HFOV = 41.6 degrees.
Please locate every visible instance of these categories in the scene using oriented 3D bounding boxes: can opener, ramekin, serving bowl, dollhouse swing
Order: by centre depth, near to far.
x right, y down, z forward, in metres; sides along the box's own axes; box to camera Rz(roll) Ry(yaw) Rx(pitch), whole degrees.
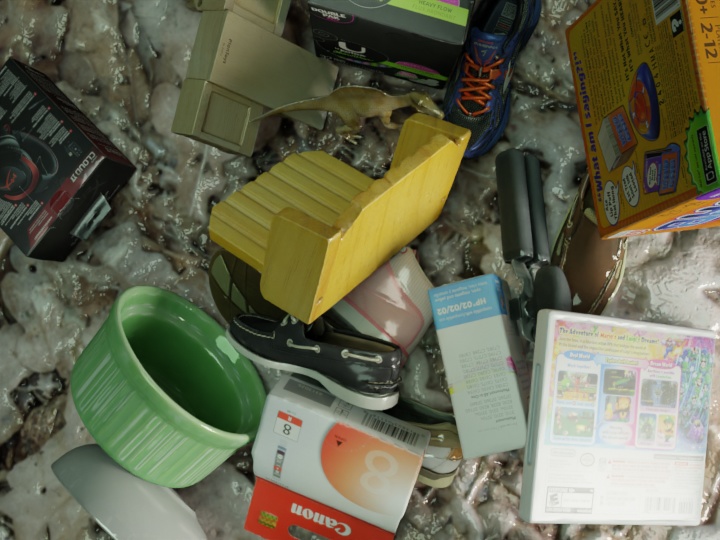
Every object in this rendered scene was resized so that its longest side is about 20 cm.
[{"bbox_3d":[-0.035,-0.085,0.910,0.175,0.183,0.199,41,57,17],"label":"dollhouse swing"},{"bbox_3d":[0.171,-0.024,0.925,0.066,0.052,0.203,-23,64,41],"label":"can opener"},{"bbox_3d":[-0.196,0.122,0.967,0.098,0.200,0.201,-44,76,16],"label":"ramekin"},{"bbox_3d":[-0.221,0.244,0.972,0.199,0.201,0.066,40,75,15],"label":"serving bowl"}]

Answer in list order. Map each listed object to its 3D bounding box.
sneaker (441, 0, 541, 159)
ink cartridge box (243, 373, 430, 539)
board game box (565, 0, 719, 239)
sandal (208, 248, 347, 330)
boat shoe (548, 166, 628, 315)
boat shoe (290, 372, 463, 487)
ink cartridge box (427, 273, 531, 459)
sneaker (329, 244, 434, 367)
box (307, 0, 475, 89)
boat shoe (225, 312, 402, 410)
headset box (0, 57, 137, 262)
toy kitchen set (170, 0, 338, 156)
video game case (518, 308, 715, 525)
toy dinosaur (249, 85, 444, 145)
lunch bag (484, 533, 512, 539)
[{"bbox_3d":[0.124,-0.212,0.959,0.074,0.078,0.203,16,90,17],"label":"sneaker"},{"bbox_3d":[-0.035,0.219,0.937,0.160,0.050,0.203,20,113,8],"label":"ink cartridge box"},{"bbox_3d":[0.317,-0.152,0.802,0.197,0.200,0.203,-7,83,-13],"label":"board game box"},{"bbox_3d":[-0.077,0.046,1.010,0.199,0.054,0.081,33,118,0],"label":"sandal"},{"bbox_3d":[0.227,-0.043,0.918,0.074,0.075,0.206,15,90,16],"label":"boat shoe"},{"bbox_3d":[0.015,0.142,0.959,0.198,0.075,0.069,23,113,6],"label":"boat shoe"},{"bbox_3d":[0.126,0.112,0.913,0.067,0.115,0.203,-14,82,15],"label":"ink cartridge box"},{"bbox_3d":[0.000,0.000,0.984,0.200,0.075,0.105,41,86,20],"label":"sneaker"},{"bbox_3d":[0.035,-0.268,0.911,0.146,0.200,0.126,14,89,-1],"label":"box"},{"bbox_3d":[-0.046,0.072,0.928,0.198,0.074,0.061,21,112,30],"label":"boat shoe"},{"bbox_3d":[-0.368,-0.118,1.094,0.200,0.075,0.149,43,98,15],"label":"headset box"},{"bbox_3d":[-0.142,-0.229,1.037,0.179,0.162,0.203,14,89,44],"label":"toy kitchen set"},{"bbox_3d":[0.238,0.137,0.865,0.197,0.024,0.185,8,86,-24],"label":"video game case"},{"bbox_3d":[-0.008,-0.172,0.980,0.197,0.101,0.059,0,81,12],"label":"toy dinosaur"},{"bbox_3d":[0.135,0.360,0.911,0.158,0.077,0.203,-10,83,16],"label":"lunch bag"}]
